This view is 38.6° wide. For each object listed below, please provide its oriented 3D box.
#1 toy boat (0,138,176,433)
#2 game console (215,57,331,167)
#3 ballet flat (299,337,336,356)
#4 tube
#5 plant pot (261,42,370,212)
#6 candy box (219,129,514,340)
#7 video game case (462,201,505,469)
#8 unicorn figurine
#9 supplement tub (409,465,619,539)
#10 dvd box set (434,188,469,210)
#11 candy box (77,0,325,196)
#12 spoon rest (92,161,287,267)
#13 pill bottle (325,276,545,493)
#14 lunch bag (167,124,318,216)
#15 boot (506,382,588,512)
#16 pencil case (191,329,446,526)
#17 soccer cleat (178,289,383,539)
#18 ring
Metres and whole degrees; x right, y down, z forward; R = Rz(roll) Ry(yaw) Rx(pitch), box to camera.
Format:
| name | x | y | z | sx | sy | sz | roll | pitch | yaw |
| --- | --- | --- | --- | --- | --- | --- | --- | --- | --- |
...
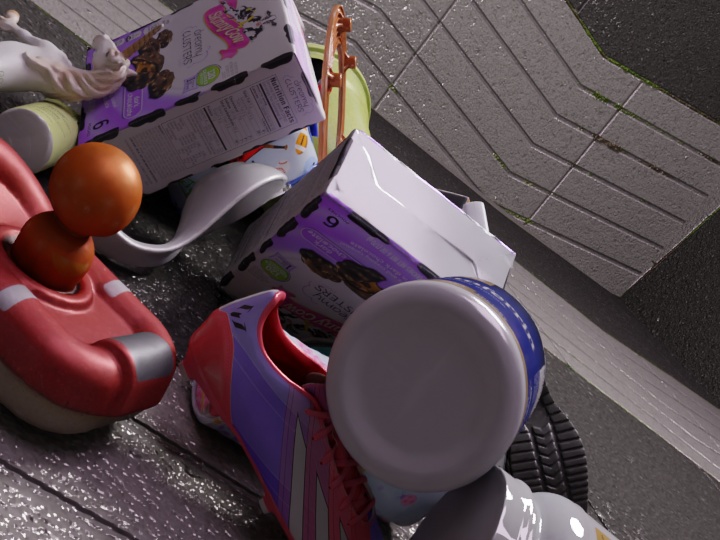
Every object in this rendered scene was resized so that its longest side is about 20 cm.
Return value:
| name | x | y | z | sx | sy | sz | roll | pitch | yaw |
| --- | --- | --- | --- | --- | --- | --- | --- | --- | --- |
| toy boat | -0.172 | -0.016 | 0.580 | 0.200 | 0.131 | 0.130 | 43 | 13 | 12 |
| game console | -0.141 | -0.163 | 0.992 | 0.197 | 0.032 | 0.177 | 14 | 41 | 34 |
| ballet flat | 0.037 | 0.085 | 0.822 | 0.196 | 0.069 | 0.064 | 6 | -3 | 15 |
| tube | -0.259 | -0.119 | 0.870 | 0.200 | 0.051 | 0.059 | -96 | 174 | -78 |
| plant pot | -0.057 | -0.124 | 1.184 | 0.199 | 0.200 | 0.186 | 29 | 27 | -39 |
| candy box | 0.000 | 0.000 | 0.854 | 0.167 | 0.199 | 0.072 | 35 | 55 | -15 |
| video game case | 0.110 | 0.074 | 0.936 | 0.184 | 0.023 | 0.203 | 87 | -1 | -48 |
| unicorn figurine | -0.284 | -0.179 | 0.861 | 0.198 | 0.075 | 0.137 | -23 | 46 | -34 |
| supplement tub | 0.119 | 0.223 | 0.595 | 0.199 | 0.145 | 0.145 | 38 | 13 | -7 |
| dvd box set | 0.059 | -0.016 | 1.115 | 0.144 | 0.030 | 0.202 | 16 | -35 | 25 |
| candy box | -0.140 | -0.164 | 0.900 | 0.169 | 0.197 | 0.072 | -105 | 170 | -50 |
| spoon rest | -0.139 | -0.045 | 0.846 | 0.198 | 0.099 | 0.062 | -17 | 79 | -47 |
| pill bottle | 0.057 | 0.063 | 0.650 | 0.115 | 0.116 | 0.200 | 42 | 10 | 11 |
| lunch bag | -0.125 | -0.129 | 1.031 | 0.201 | 0.157 | 0.077 | -120 | -166 | -54 |
| boot | 0.175 | 0.183 | 1.064 | 0.139 | 0.076 | 0.204 | 87 | -9 | -65 |
| pencil case | -0.021 | 0.104 | 0.721 | 0.198 | 0.083 | 0.092 | 32 | 29 | -29 |
| soccer cleat | -0.030 | 0.107 | 0.614 | 0.202 | 0.076 | 0.067 | 57 | 19 | -8 |
| ring | -0.020 | -0.148 | 0.981 | 0.019 | 0.205 | 0.201 | 3 | 13 | 4 |
